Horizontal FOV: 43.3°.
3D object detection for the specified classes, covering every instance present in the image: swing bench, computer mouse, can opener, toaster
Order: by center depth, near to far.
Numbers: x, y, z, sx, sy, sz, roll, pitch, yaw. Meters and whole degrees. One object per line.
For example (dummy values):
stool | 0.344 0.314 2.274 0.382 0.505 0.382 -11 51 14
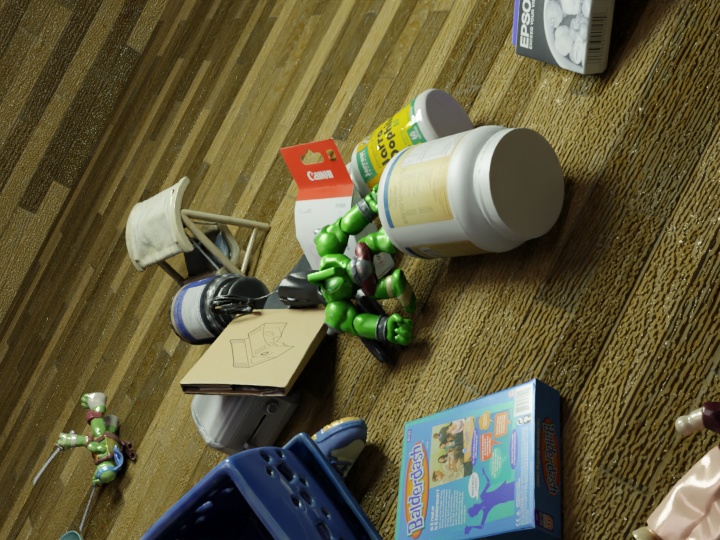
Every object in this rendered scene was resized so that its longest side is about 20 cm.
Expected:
can opener | 0.002 0.056 1.241 0.064 0.078 0.200 -49 40 1
computer mouse | -0.128 0.042 1.345 0.197 0.059 0.034 -14 52 8
toaster | -0.179 0.191 1.354 0.130 0.113 0.200 -60 32 6
swing bench | -0.309 -0.049 1.655 0.198 0.199 0.132 -16 52 50

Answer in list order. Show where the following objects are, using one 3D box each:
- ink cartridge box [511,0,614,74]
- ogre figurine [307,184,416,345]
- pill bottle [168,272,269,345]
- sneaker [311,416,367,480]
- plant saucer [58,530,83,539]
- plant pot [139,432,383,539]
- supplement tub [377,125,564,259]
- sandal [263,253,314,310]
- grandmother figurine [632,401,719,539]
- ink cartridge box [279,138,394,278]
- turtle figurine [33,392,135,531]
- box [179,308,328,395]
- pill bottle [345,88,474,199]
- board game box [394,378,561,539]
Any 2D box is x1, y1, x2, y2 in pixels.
ink cartridge box | 0.240 -0.364 1.129 0.200 0.043 0.201 -141 46 -56
ogre figurine | 0.000 0.000 1.176 0.118 0.203 0.098 -12 7 19
pill bottle | -0.237 0.065 1.541 0.199 0.111 0.113 -12 55 52
sneaker | -0.044 0.273 1.140 0.201 0.075 0.089 -55 42 24
plant saucer | -0.558 0.590 1.687 0.199 0.027 0.202 -37 38 37
plant pot | -0.100 0.315 1.026 0.200 0.179 0.201 -45 76 26
supplement tub | 0.129 -0.091 1.085 0.199 0.144 0.147 -5 61 54
sandal | -0.083 0.016 1.423 0.201 0.043 0.076 -54 31 -7
grandmother figurine | 0.302 0.154 0.719 0.121 0.060 0.201 45 103 30
ink cartridge box | -0.050 -0.081 1.306 0.057 0.202 0.162 -40 21 -26
turtle figurine | -0.526 0.343 1.725 0.200 0.143 0.195 -45 30 19
box | -0.140 0.112 1.288 0.161 0.022 0.200 -3 26 22
pill bottle | 0.057 -0.156 1.275 0.199 0.112 0.114 -33 41 39
board game box | 0.120 0.214 0.950 0.199 0.045 0.154 -27 45 44
